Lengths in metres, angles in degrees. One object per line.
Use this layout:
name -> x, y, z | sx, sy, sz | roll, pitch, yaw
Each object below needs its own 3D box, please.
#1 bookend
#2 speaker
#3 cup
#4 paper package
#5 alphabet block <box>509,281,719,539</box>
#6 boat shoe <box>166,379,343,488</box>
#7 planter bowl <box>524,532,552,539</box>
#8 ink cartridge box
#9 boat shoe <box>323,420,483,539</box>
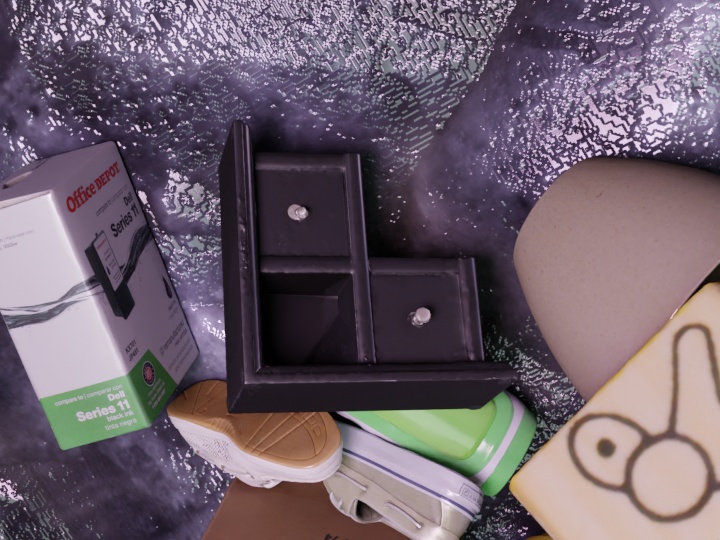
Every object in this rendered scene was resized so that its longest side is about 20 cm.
bookend -> 0.000, 0.000, 1.051 | 0.200, 0.092, 0.199 | 1, 71, -13
speaker -> 0.037, 0.097, 1.121 | 0.200, 0.088, 0.089 | 31, 114, -1
cup -> 0.194, -0.001, 1.009 | 0.143, 0.200, 0.200 | 39, 116, 25
paper package -> -0.023, 0.247, 1.133 | 0.200, 0.191, 0.104 | 10, 110, 7
alphabet block -> 0.251, 0.158, 0.909 | 0.195, 0.196, 0.200 | -44, 58, 6
boat shoe -> -0.077, 0.141, 1.137 | 0.200, 0.071, 0.069 | 13, 131, 50
planter bowl -> 0.213, 0.237, 1.116 | 0.200, 0.084, 0.200 | 23, 159, 9
ink cartridge box -> -0.215, 0.015, 1.110 | 0.083, 0.147, 0.200 | -15, 108, 15
boat shoe -> 0.006, 0.167, 1.117 | 0.200, 0.062, 0.072 | 13, 156, 46
